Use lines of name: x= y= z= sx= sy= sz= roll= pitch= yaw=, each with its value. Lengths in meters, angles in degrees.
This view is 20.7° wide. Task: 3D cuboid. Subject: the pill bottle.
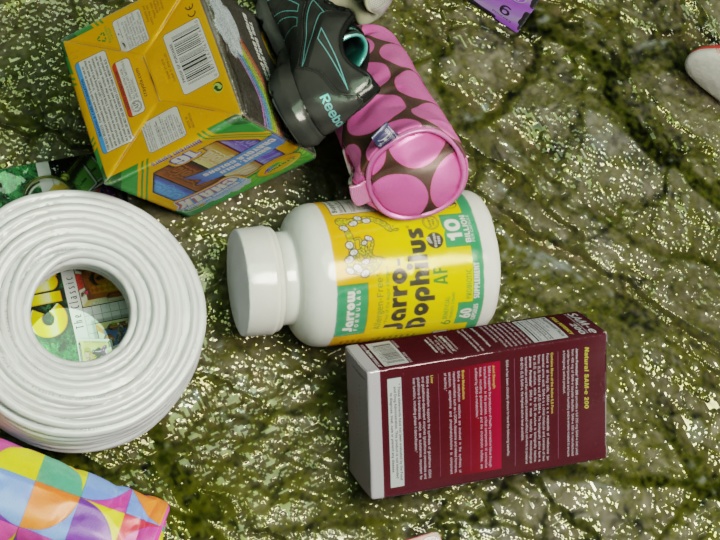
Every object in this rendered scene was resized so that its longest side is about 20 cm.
pill bottle: x=0.000 y=0.000 z=1.543 sx=0.198 sy=0.113 sz=0.114 roll=-5 pitch=73 yaw=-16

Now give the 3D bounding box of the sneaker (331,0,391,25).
sneaker: x=-0.050 y=-0.267 z=1.638 sx=0.198 sy=0.081 sz=0.089 roll=17 pitch=67 yaw=-7

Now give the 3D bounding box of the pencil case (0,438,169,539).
pencil case: x=-0.240 y=0.173 z=1.440 sx=0.199 sy=0.088 sz=0.089 roll=23 pitch=68 yaw=-6

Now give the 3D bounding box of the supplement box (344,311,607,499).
supplement box: x=0.091 y=0.103 z=1.534 sx=0.198 sy=0.061 sz=0.110 roll=-7 pitch=110 yaw=-16

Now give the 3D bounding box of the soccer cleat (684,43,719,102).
soccer cleat: x=0.368 y=-0.132 z=1.705 sx=0.199 sy=0.069 sz=0.086 roll=25 pitch=63 yaw=-10

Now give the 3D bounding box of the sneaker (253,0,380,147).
sneaker: x=-0.031 y=-0.175 z=1.538 sx=0.079 sy=0.075 sz=0.201 roll=-27 pitch=44 yaw=13

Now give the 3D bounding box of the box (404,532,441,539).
box: x=-0.028 y=0.271 z=1.452 sx=0.198 sy=0.100 sz=0.096 roll=-14 pitch=75 yaw=-19

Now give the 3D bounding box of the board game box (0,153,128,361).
board game box: x=-0.219 y=0.009 z=1.535 sx=0.104 sy=0.023 sz=0.202 roll=-12 pitch=75 yaw=-15

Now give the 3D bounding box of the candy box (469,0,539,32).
candy box: x=0.106 y=-0.309 z=1.626 sx=0.167 sy=0.200 sz=0.072 roll=34 pitch=67 yaw=0

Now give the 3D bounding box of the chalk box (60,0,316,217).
chalk box: x=-0.123 y=-0.127 z=1.532 sx=0.123 sy=0.200 sz=0.126 roll=-24 pitch=74 yaw=13

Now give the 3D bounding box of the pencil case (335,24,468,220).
pencil case: x=0.014 y=-0.120 z=1.557 sx=0.093 sy=0.200 sz=0.091 roll=-27 pitch=123 yaw=2

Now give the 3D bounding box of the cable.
cable: x=-0.213 y=0.034 z=1.478 sx=0.199 sy=0.069 sz=0.201 roll=-31 pitch=82 yaw=-21
